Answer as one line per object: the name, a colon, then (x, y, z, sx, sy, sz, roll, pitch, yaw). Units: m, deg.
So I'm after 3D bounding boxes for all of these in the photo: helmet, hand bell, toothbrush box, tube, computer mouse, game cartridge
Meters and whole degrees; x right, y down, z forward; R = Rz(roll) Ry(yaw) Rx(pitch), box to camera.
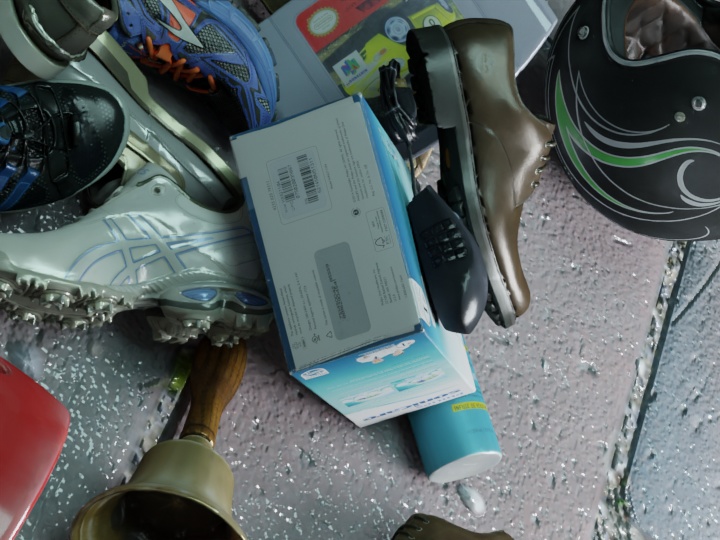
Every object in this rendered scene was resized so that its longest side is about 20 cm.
helmet: (0.229, -0.124, 1.493, 0.200, 0.189, 0.202, -32, 130, -49)
hand bell: (-0.093, 0.095, 1.176, 0.104, 0.104, 0.201, 40, 34, -19)
toothbrush box: (0.000, 0.000, 1.222, 0.200, 0.085, 0.148, 44, 30, -73)
tube: (0.040, 0.038, 1.343, 0.077, 0.050, 0.202, 7, 58, -48)
computer mouse: (0.044, -0.049, 1.210, 0.059, 0.034, 0.201, 60, 14, -57)
game cartridge: (0.024, -0.146, 1.336, 0.134, 0.199, 0.041, 54, -1, -7)

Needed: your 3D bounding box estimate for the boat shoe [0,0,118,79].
boat shoe: (-0.179, -0.204, 1.172, 0.072, 0.060, 0.203, 33, 35, -50)

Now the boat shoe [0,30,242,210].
boat shoe: (-0.135, -0.062, 1.222, 0.200, 0.075, 0.069, 47, 64, -15)

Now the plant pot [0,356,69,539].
plant pot: (-0.261, 0.096, 0.931, 0.182, 0.200, 0.201, 35, 48, -12)

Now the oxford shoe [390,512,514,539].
oxford shoe: (0.027, 0.194, 1.237, 0.199, 0.073, 0.085, 2, 51, -45)

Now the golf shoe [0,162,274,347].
golf shoe: (-0.142, -0.014, 1.159, 0.198, 0.078, 0.098, 8, 76, -32)

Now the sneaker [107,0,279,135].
sneaker: (-0.130, -0.154, 1.275, 0.200, 0.075, 0.079, 48, 61, -14)

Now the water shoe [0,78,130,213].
water shoe: (-0.210, -0.063, 1.107, 0.198, 0.079, 0.072, -13, 95, -26)

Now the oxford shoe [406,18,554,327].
oxford shoe: (0.090, -0.062, 1.293, 0.084, 0.073, 0.202, -14, 109, -11)

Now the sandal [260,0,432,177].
sandal: (-0.011, -0.148, 1.382, 0.201, 0.080, 0.054, 59, 2, 5)
